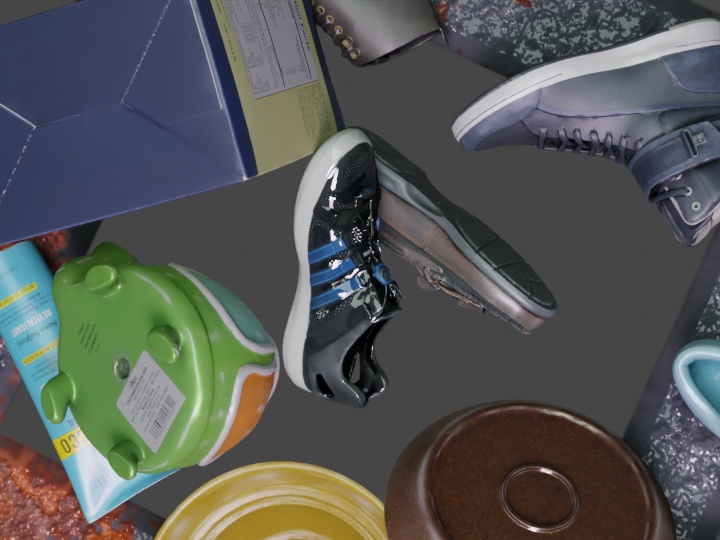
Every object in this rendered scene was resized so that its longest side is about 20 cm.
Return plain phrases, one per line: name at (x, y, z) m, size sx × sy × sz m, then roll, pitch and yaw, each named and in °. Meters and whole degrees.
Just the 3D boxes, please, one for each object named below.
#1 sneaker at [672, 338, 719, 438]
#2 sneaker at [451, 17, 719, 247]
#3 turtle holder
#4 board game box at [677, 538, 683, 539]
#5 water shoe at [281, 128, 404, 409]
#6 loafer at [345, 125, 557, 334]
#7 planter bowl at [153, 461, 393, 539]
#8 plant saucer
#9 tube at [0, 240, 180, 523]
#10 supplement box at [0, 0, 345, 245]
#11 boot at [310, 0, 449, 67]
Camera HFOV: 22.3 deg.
sneaker at (0.286, 0.113, 1.206) m, size 0.200 × 0.082 × 0.074 m, roll 32°, pitch 100°, yaw 27°
sneaker at (0.175, -0.078, 1.265) m, size 0.202 × 0.077 × 0.147 m, roll -17°, pitch 80°, yaw 4°
turtle holder at (-0.142, 0.061, 1.264) m, size 0.185 × 0.132 × 0.141 m, roll 12°, pitch 100°, yaw 41°
board game box at (0.144, 0.246, 1.252) m, size 0.199 × 0.046 × 0.152 m, roll 12°, pitch 86°, yaw 8°
water shoe at (0.000, 0.000, 1.249) m, size 0.079 × 0.071 × 0.200 m, roll 24°, pitch 123°, yaw 29°
loafer at (0.050, -0.018, 1.288) m, size 0.200 × 0.072 × 0.063 m, roll 43°, pitch 110°, yaw 16°
planter bowl at (-0.048, 0.233, 1.258) m, size 0.200 × 0.083 × 0.201 m, roll -1°, pitch 84°, yaw 8°
plant saucer at (0.116, 0.159, 1.212) m, size 0.200 × 0.035 × 0.201 m, roll 5°, pitch 47°, yaw -5°
tube at (-0.212, 0.076, 1.316) m, size 0.077 × 0.050 × 0.200 m, roll -31°, pitch 87°, yaw 8°
supplement box at (-0.143, -0.115, 1.212) m, size 0.199 × 0.200 × 0.135 m, roll -13°, pitch 97°, yaw 21°
boot at (-0.046, -0.192, 1.308) m, size 0.200 × 0.077 × 0.139 m, roll -22°, pitch 87°, yaw 5°
